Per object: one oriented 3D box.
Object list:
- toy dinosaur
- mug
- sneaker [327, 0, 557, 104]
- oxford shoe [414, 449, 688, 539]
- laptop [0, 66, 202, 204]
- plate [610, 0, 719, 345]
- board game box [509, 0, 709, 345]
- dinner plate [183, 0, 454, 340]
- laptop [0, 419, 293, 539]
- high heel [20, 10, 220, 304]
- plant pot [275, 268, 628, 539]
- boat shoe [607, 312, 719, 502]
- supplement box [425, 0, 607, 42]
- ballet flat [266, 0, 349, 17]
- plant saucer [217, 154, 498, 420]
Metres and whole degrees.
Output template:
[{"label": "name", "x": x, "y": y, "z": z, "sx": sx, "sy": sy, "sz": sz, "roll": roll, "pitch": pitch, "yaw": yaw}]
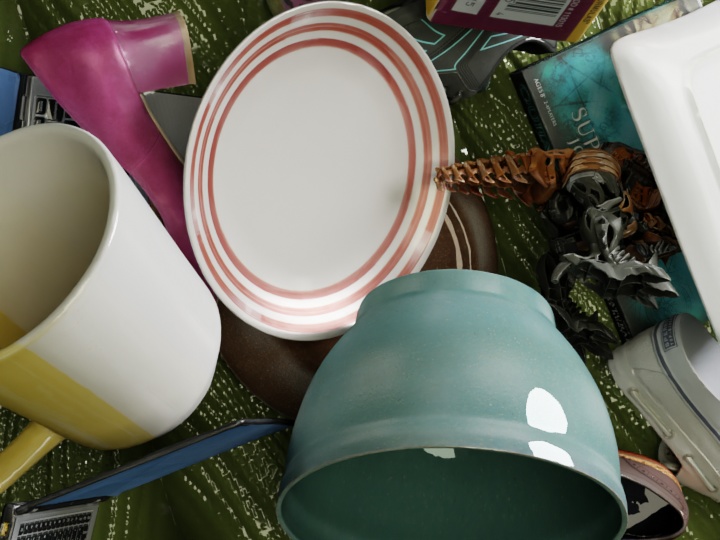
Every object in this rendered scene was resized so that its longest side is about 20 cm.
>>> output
[{"label": "toy dinosaur", "x": 0.142, "y": -0.026, "z": 1.331, "sx": 0.199, "sy": 0.102, "sz": 0.136, "roll": 3, "pitch": 57, "yaw": 1}, {"label": "mug", "x": -0.169, "y": 0.029, "z": 1.177, "sx": 0.186, "sy": 0.150, "sz": 0.153, "roll": -23, "pitch": 140, "yaw": 19}, {"label": "sneaker", "x": 0.036, "y": -0.132, "z": 1.325, "sx": 0.199, "sy": 0.075, "sz": 0.080, "roll": -29, "pitch": 101, "yaw": -13}, {"label": "oxford shoe", "x": 0.109, "y": 0.131, "z": 1.342, "sx": 0.199, "sy": 0.073, "sz": 0.072, "roll": 8, "pitch": 96, "yaw": -3}, {"label": "laptop", "x": -0.172, "y": -0.021, "z": 1.246, "sx": 0.199, "sy": 0.116, "sz": 0.188, "roll": 6, "pitch": 90, "yaw": -16}, {"label": "plate", "x": 0.242, "y": -0.069, "z": 1.342, "sx": 0.199, "sy": 0.032, "sz": 0.201, "roll": -25, "pitch": 95, "yaw": -54}, {"label": "board game box", "x": 0.196, "y": -0.064, "z": 1.396, "sx": 0.135, "sy": 0.028, "sz": 0.201, "roll": -26, "pitch": 98, "yaw": -13}, {"label": "dinner plate", "x": -0.026, "y": -0.059, "z": 1.265, "sx": 0.200, "sy": 0.024, "sz": 0.201, "roll": -11, "pitch": 108, "yaw": -38}, {"label": "laptop", "x": -0.128, "y": 0.168, "z": 1.203, "sx": 0.115, "sy": 0.187, "sz": 0.201, "roll": 13, "pitch": 87, "yaw": 8}, {"label": "high heel", "x": -0.136, "y": -0.048, "z": 1.242, "sx": 0.096, "sy": 0.067, "sz": 0.201, "roll": -13, "pitch": 117, "yaw": -17}, {"label": "plant pot", "x": 0.054, "y": 0.083, "z": 1.247, "sx": 0.199, "sy": 0.200, "sz": 0.135, "roll": 12, "pitch": 60, "yaw": -16}, {"label": "boat shoe", "x": 0.228, "y": 0.112, "z": 1.392, "sx": 0.070, "sy": 0.071, "sz": 0.200, "roll": -24, "pitch": 124, "yaw": 28}, {"label": "supplement box", "x": 0.102, "y": -0.257, "z": 1.276, "sx": 0.103, "sy": 0.131, "sz": 0.201, "roll": 7, "pitch": 63, "yaw": -15}, {"label": "ballet flat", "x": -0.013, "y": -0.244, "z": 1.310, "sx": 0.069, "sy": 0.071, "sz": 0.201, "roll": 16, "pitch": 87, "yaw": -17}, {"label": "plant saucer", "x": 0.000, "y": 0.000, "z": 1.331, "sx": 0.199, "sy": 0.037, "sz": 0.201, "roll": -1, "pitch": 92, "yaw": -19}]
